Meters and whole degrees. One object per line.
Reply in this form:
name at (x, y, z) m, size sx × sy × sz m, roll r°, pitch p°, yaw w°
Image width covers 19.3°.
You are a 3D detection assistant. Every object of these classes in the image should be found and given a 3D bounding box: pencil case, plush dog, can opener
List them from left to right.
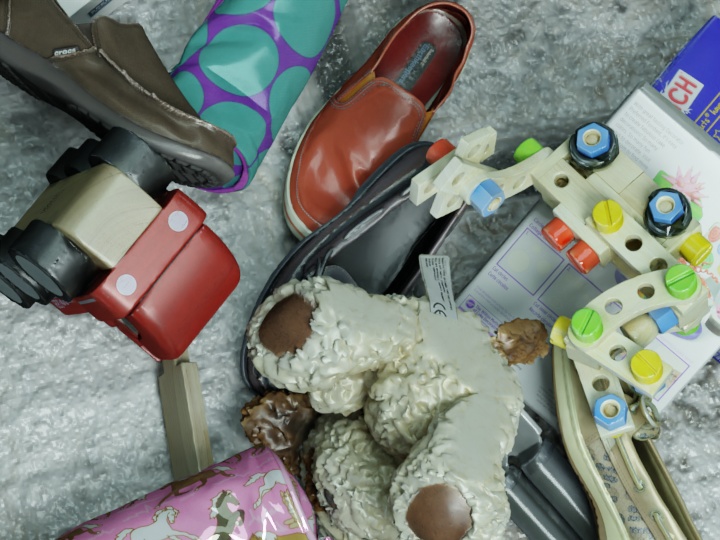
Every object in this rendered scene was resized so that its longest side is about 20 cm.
pencil case at (-0.117, 0.176, 1.232) m, size 0.200 × 0.083 × 0.087 m, roll -27°, pitch 113°, yaw -8°
pencil case at (-0.071, -0.153, 1.370) m, size 0.092 × 0.085 × 0.200 m, roll 31°, pitch 67°, yaw -11°
plush dog at (0.022, 0.103, 1.265) m, size 0.160 × 0.172 × 0.200 m, roll -23°, pitch 66°, yaw -44°
can opener at (0.111, 0.126, 1.335) m, size 0.053 × 0.067 × 0.200 m, roll -40°, pitch 96°, yaw 22°

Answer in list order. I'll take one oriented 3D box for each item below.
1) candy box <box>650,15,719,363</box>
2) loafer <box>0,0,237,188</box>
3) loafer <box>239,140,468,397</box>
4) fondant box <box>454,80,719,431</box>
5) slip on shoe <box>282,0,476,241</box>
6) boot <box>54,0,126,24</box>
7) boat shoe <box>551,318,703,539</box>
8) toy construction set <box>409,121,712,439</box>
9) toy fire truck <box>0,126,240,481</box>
candy box at (0.253, -0.042, 1.413) m, size 0.200 × 0.077 × 0.169 m, roll 42°, pitch 70°, yaw 2°
loafer at (-0.150, -0.120, 1.272) m, size 0.200 × 0.073 × 0.071 m, roll 32°, pitch 82°, yaw 17°
loafer at (0.000, 0.000, 1.325) m, size 0.072 × 0.063 × 0.200 m, roll 43°, pitch 79°, yaw -22°
fondant box at (0.166, 0.003, 1.331) m, size 0.144 × 0.058 × 0.200 m, roll 41°, pitch 107°, yaw 2°
slip on shoe at (0.013, -0.100, 1.385) m, size 0.074 × 0.061 × 0.200 m, roll 35°, pitch 69°, yaw -2°
boot at (-0.172, -0.219, 1.364) m, size 0.200 × 0.073 × 0.090 m, roll -39°, pitch 80°, yaw -9°
boat shoe at (0.168, 0.120, 1.275) m, size 0.063 × 0.073 × 0.200 m, roll -19°, pitch 87°, yaw 22°
toy construction set at (0.125, -0.012, 1.238) m, size 0.131 × 0.092 × 0.200 m, roll -42°, pitch 81°, yaw -6°
toy fire truck at (-0.125, 0.033, 1.259) m, size 0.200 × 0.176 × 0.129 m, roll 42°, pitch 74°, yaw -14°
